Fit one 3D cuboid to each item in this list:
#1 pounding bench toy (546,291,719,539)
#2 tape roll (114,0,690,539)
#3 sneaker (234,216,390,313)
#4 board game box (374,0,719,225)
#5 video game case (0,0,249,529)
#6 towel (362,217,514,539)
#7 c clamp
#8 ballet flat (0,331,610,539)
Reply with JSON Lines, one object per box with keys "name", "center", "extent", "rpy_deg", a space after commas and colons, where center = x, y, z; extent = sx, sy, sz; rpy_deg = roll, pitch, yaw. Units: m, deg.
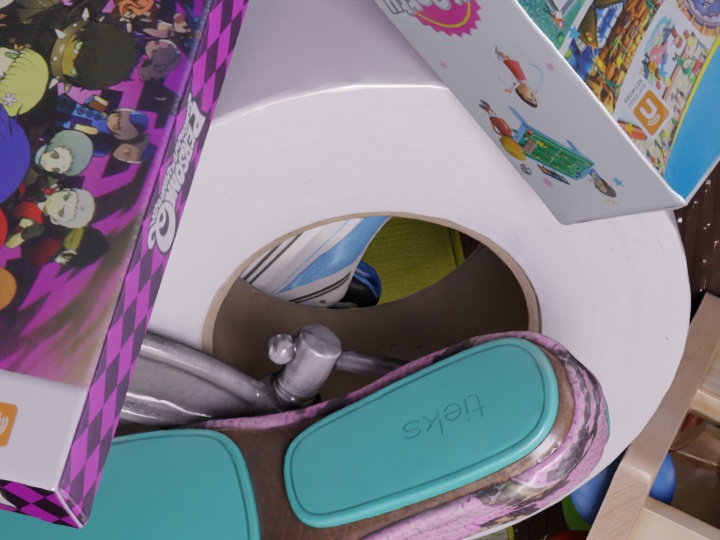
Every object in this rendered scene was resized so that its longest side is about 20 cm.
{"name": "pounding bench toy", "center": [0.162, 0.090, 0.963], "extent": [0.155, 0.200, 0.125], "rpy_deg": [26, 126, 8]}
{"name": "tape roll", "center": [0.000, 0.000, 0.780], "extent": [0.201, 0.071, 0.203], "rpy_deg": [-4, 133, -4]}
{"name": "sneaker", "center": [-0.041, -0.001, 0.859], "extent": [0.199, 0.072, 0.073], "rpy_deg": [-31, 98, 14]}
{"name": "board game box", "center": [0.050, -0.136, 0.673], "extent": [0.200, 0.148, 0.064], "rpy_deg": [48, 155, -18]}
{"name": "video game case", "center": [-0.133, -0.043, 0.689], "extent": [0.180, 0.201, 0.036], "rpy_deg": [11, 159, 14]}
{"name": "towel", "center": [0.008, 0.052, 0.959], "extent": [0.086, 0.018, 0.201], "rpy_deg": [-13, 132, -1]}
{"name": "c clamp", "center": [-0.070, 0.083, 0.781], "extent": [0.170, 0.027, 0.200], "rpy_deg": [19, 126, -23]}
{"name": "ballet flat", "center": [-0.019, 0.074, 0.729], "extent": [0.199, 0.069, 0.071], "rpy_deg": [-19, 146, 12]}
